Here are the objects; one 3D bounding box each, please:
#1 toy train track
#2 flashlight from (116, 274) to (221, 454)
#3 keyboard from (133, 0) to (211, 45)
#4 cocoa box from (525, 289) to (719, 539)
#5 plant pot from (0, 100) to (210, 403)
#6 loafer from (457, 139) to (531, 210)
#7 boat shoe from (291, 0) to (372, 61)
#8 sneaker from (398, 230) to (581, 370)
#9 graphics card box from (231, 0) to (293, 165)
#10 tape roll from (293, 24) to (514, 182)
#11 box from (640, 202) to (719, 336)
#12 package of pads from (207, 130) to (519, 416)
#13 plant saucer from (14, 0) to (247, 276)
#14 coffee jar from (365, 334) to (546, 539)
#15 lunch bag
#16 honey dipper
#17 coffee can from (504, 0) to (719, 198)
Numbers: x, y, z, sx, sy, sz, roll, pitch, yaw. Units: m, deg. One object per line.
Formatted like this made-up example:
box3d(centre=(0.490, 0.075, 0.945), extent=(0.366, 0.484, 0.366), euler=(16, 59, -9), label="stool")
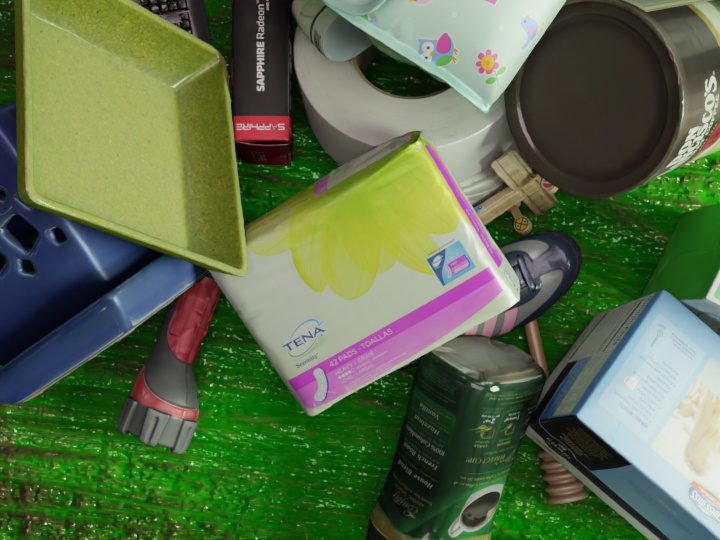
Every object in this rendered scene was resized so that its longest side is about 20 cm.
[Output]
box3d(centre=(0.111, -0.040, 0.987), extent=(0.200, 0.115, 0.033), euler=(-32, 59, 15), label="toy train track")
box3d(centre=(-0.143, 0.052, 0.993), extent=(0.067, 0.068, 0.201), euler=(21, 88, 2), label="flashlight")
box3d(centre=(-0.188, -0.160, 1.026), extent=(0.126, 0.021, 0.201), euler=(-11, 87, -1), label="keyboard")
box3d(centre=(0.256, 0.135, 0.941), extent=(0.200, 0.131, 0.134), euler=(40, 73, -3), label="cocoa box")
box3d(centre=(-0.234, -0.024, 0.909), extent=(0.200, 0.200, 0.180), euler=(-32, 96, 30), label="plant pot")
box3d(centre=(0.091, -0.084, 1.007), extent=(0.199, 0.070, 0.070), euler=(-24, 62, -1), label="loafer")
box3d(centre=(0.028, -0.255, 0.939), extent=(0.202, 0.075, 0.086), euler=(-39, 59, -4), label="boat shoe")
box3d(centre=(0.093, 0.030, 0.969), extent=(0.200, 0.082, 0.070), euler=(-31, 83, 12), label="sneaker")
box3d(centre=(-0.081, -0.195, 0.976), extent=(0.051, 0.125, 0.201), euler=(1, 88, -2), label="graphics card box")
box3d(centre=(0.045, -0.172, 0.971), extent=(0.201, 0.071, 0.203), euler=(-2, 67, 5), label="tape roll")
box3d(centre=(0.344, 0.022, 0.933), extent=(0.176, 0.200, 0.097), euler=(28, 88, 0), label="box")
box3d(centre=(0.000, 0.000, 0.897), extent=(0.200, 0.068, 0.155), euler=(-31, 101, 13), label="package of pads")
box3d(centre=(-0.172, -0.101, 0.828), extent=(0.048, 0.200, 0.201), euler=(-24, 62, 31), label="plant saucer")
box3d(centre=(0.074, 0.157, 0.946), extent=(0.085, 0.104, 0.201), euler=(31, 113, 38), label="coffee jar")
box3d(centre=(0.049, -0.237, 0.825), extent=(0.200, 0.122, 0.171), euler=(31, 102, -20), label="lunch bag")
box3d(centre=(0.160, 0.100, 1.009), extent=(0.038, 0.038, 0.201), euler=(-11, 86, -1), label="honey dipper")
box3d(centre=(0.228, -0.149, 0.918), extent=(0.146, 0.200, 0.147), euler=(15, 114, 36), label="coffee can")
